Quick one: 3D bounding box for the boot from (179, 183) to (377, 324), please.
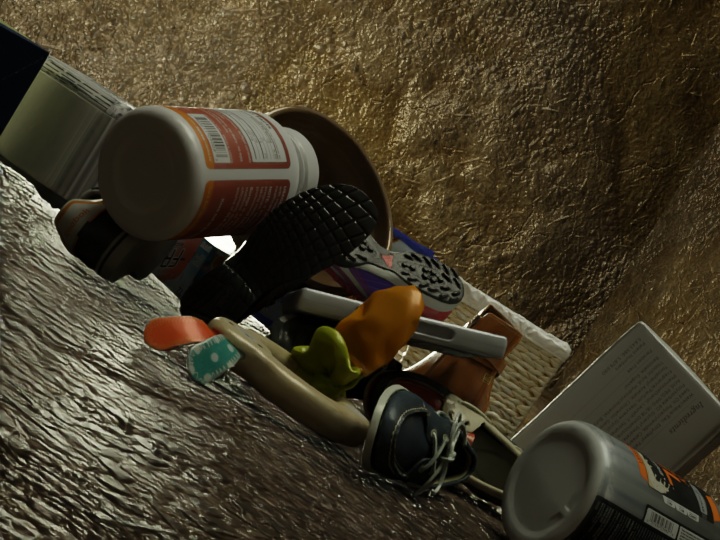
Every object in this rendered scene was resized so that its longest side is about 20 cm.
[{"bbox_3d":[-0.070,-0.014,1.324,0.070,0.199,0.132,60,7,1],"label":"boot"}]

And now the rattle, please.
[{"bbox_3d":[-0.050,0.044,1.142,0.200,0.143,0.130,38,17,-34],"label":"rattle"}]

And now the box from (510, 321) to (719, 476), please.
[{"bbox_3d":[0.264,0.171,1.492,0.131,0.200,0.199,48,6,17],"label":"box"}]

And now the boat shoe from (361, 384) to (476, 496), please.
[{"bbox_3d":[0.049,0.142,1.177,0.062,0.075,0.200,21,-10,18],"label":"boat shoe"}]

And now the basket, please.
[{"bbox_3d":[0.163,0.117,2.018,0.199,0.161,0.198,33,2,5],"label":"basket"}]

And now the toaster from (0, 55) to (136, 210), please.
[{"bbox_3d":[-0.300,-0.135,1.550,0.200,0.130,0.114,34,4,27],"label":"toaster"}]

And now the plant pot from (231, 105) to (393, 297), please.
[{"bbox_3d":[-0.068,-0.057,1.493,0.200,0.202,0.093,31,-39,-31],"label":"plant pot"}]

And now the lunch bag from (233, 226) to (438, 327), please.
[{"bbox_3d":[-0.037,0.004,1.612,0.199,0.170,0.124,33,0,-3],"label":"lunch bag"}]

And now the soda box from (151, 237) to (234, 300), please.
[{"bbox_3d":[-0.178,-0.016,1.493,0.068,0.064,0.200,32,1,-35],"label":"soda box"}]

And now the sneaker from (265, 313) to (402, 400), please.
[{"bbox_3d":[-0.016,0.079,1.313,0.090,0.067,0.200,1,-12,22],"label":"sneaker"}]

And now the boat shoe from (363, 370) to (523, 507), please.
[{"bbox_3d":[0.087,0.153,1.318,0.200,0.071,0.062,39,-16,-26],"label":"boat shoe"}]

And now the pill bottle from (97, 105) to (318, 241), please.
[{"bbox_3d":[-0.125,-0.085,1.290,0.112,0.113,0.200,33,20,26],"label":"pill bottle"}]

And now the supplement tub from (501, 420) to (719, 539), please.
[{"bbox_3d":[0.227,0.219,1.254,0.200,0.123,0.122,31,2,-30],"label":"supplement tub"}]

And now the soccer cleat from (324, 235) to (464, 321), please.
[{"bbox_3d":[0.000,0.000,1.422,0.199,0.073,0.068,25,41,-14],"label":"soccer cleat"}]

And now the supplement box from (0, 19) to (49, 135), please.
[{"bbox_3d":[-0.444,-0.221,1.384,0.199,0.135,0.200,34,3,22],"label":"supplement box"}]

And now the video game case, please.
[{"bbox_3d":[0.024,0.049,1.334,0.181,0.023,0.200,14,-4,-6],"label":"video game case"}]

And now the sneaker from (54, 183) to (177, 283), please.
[{"bbox_3d":[-0.215,-0.040,1.335,0.079,0.079,0.200,38,4,3],"label":"sneaker"}]

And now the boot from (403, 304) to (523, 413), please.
[{"bbox_3d":[0.089,0.098,1.512,0.074,0.155,0.200,32,3,-27],"label":"boot"}]
